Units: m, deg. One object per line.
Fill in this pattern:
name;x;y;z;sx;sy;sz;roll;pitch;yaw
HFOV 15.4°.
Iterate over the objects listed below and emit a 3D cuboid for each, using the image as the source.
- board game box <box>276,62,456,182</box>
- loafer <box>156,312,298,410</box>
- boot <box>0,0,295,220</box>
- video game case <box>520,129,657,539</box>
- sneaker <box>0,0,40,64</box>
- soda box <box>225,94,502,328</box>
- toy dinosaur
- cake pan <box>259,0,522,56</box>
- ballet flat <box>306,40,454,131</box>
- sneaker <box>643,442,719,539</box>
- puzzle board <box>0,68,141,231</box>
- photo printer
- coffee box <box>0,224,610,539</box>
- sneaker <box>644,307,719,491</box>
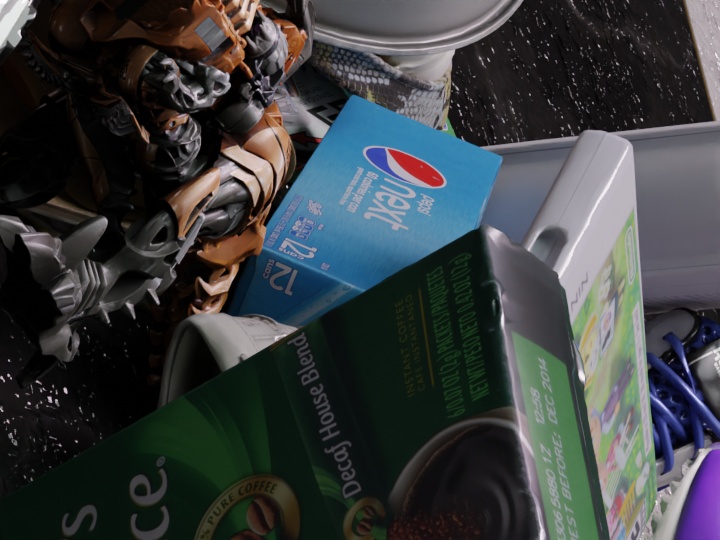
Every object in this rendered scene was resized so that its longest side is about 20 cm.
board game box;-0.031;-0.100;1.113;0.200;0.029;0.135;2;64;-64
loafer;-0.037;0.110;0.803;0.070;0.070;0.200;23;57;-49
boot;-0.099;-0.112;0.896;0.200;0.074;0.155;37;30;-47
video game case;0.057;0.084;0.900;0.182;0.022;0.200;-59;154;-34
sneaker;-0.149;-0.051;0.692;0.079;0.074;0.200;45;56;-14
soda box;0.000;0.000;0.965;0.068;0.064;0.200;23;21;2
toy dinosaur;-0.063;-0.034;0.809;0.136;0.102;0.200;-30;119;-27
cake pan;-0.010;-0.171;0.993;0.200;0.037;0.201;18;50;-23
ballet flat;-0.001;-0.108;1.061;0.200;0.072;0.072;31;38;-51
sneaker;0.153;0.169;1.020;0.070;0.099;0.201;41;56;-74
puzzle board;-0.132;-0.106;0.927;0.151;0.017;0.200;18;48;-56
photo printer;0.123;-0.019;1.114;0.166;0.200;0.070;9;77;-64
coffee box;-0.027;0.086;0.706;0.044;0.200;0.123;35;37;-41
sneaker;0.098;0.064;1.090;0.081;0.115;0.199;60;23;-2
